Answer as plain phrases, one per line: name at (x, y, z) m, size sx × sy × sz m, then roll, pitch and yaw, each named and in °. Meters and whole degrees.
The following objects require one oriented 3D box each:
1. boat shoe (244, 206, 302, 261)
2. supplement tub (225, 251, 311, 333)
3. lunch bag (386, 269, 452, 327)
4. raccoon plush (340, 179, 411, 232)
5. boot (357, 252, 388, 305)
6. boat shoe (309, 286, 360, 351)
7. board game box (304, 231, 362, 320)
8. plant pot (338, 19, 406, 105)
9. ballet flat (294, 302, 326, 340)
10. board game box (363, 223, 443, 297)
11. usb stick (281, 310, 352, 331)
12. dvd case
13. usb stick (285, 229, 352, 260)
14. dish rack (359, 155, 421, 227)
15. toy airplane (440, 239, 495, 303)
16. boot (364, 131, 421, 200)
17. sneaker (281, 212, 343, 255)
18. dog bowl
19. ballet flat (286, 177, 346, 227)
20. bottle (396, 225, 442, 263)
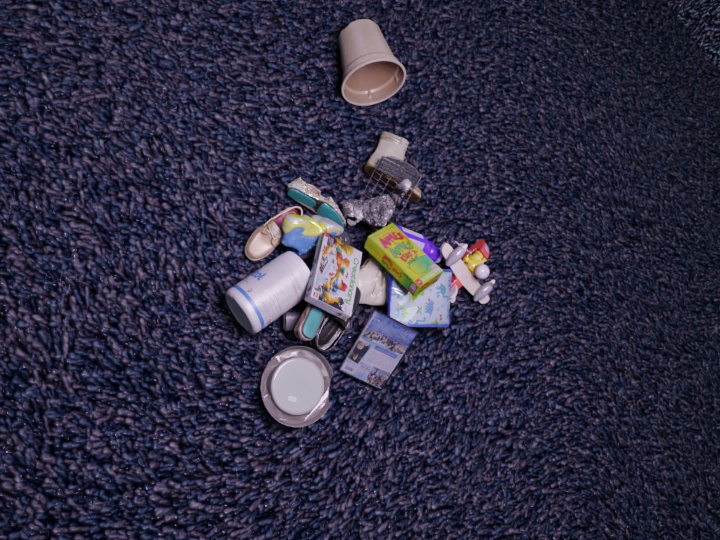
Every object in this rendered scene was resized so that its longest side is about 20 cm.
boat shoe at (-0.230, -0.108, 1.467) m, size 0.074 × 0.069 × 0.200 m, roll 45°, pitch 65°, yaw -9°
supplement tub at (-0.231, 0.055, 1.398) m, size 0.199 × 0.132 × 0.132 m, roll -37°, pitch 95°, yaw -27°
lunch bag at (0.154, 0.074, 1.550) m, size 0.199 × 0.127 × 0.172 m, roll 3°, pitch 88°, yaw -40°
raccoon plush at (0.034, -0.201, 1.541) m, size 0.134 × 0.097 × 0.201 m, roll 35°, pitch 77°, yaw -8°
boot at (0.000, 0.000, 1.537) m, size 0.153 × 0.072 × 0.202 m, roll -1°, pitch 86°, yaw -24°
boat shoe at (-0.057, 0.128, 1.444) m, size 0.074 × 0.063 × 0.202 m, roll 39°, pitch 78°, yaw -19°
board game box at (-0.067, 0.012, 1.413) m, size 0.126 × 0.035 × 0.202 m, roll 28°, pitch 53°, yaw -27°
plant pot at (0.018, -0.635, 1.643) m, size 0.199 × 0.201 × 0.185 m, roll -6°, pitch 70°, yaw -25°
ballet flat at (-0.117, 0.095, 1.424) m, size 0.068 × 0.067 × 0.201 m, roll 43°, pitch 57°, yaw -18°
board game box at (0.115, -0.032, 1.473) m, size 0.101 × 0.048 × 0.200 m, roll -30°, pitch 66°, yaw -36°
usb stick at (-0.117, 0.138, 1.477) m, size 0.198 × 0.033 × 0.056 m, roll 4°, pitch 79°, yaw -24°
dvd case at (0.050, 0.220, 1.491) m, size 0.142 × 0.018 × 0.201 m, roll 28°, pitch 102°, yaw -18°
usb stick at (-0.116, -0.069, 1.531) m, size 0.198 × 0.033 × 0.056 m, roll -16°, pitch 85°, yaw -27°
dish rack at (0.084, -0.225, 1.595) m, size 0.152 × 0.055 × 0.201 m, roll 22°, pitch 107°, yaw -17°
toy airplane at (0.322, 0.009, 1.650) m, size 0.199 × 0.141 × 0.201 m, roll -4°, pitch 96°, yaw -36°
boot at (0.122, -0.320, 1.674) m, size 0.199 × 0.072 × 0.156 m, roll 31°, pitch 66°, yaw -15°
sneaker at (-0.138, -0.094, 1.482) m, size 0.199 × 0.076 × 0.106 m, roll 7°, pitch 111°, yaw -43°
dog bowl at (-0.167, 0.299, 1.414) m, size 0.198 × 0.059 × 0.202 m, roll 5°, pitch 77°, yaw -22°
ballet flat at (-0.115, -0.195, 1.541) m, size 0.199 × 0.076 × 0.064 m, roll 35°, pitch 51°, yaw -17°
bottle at (0.160, -0.070, 1.626) m, size 0.199 × 0.084 × 0.066 m, roll 17°, pitch 35°, yaw -32°
